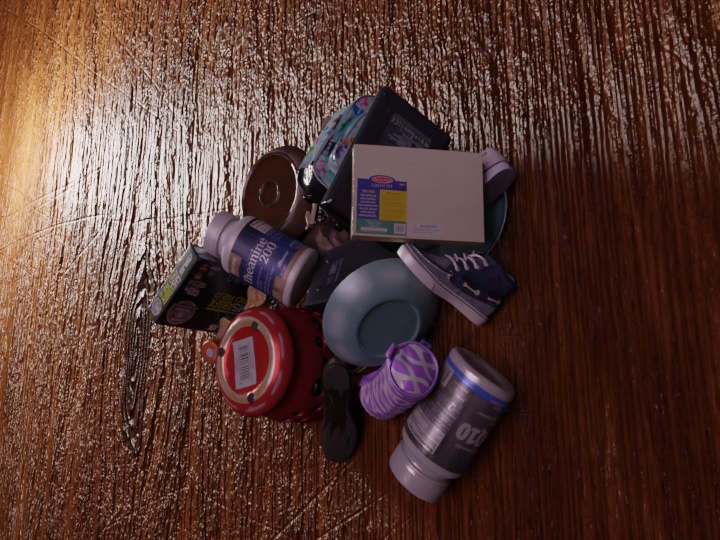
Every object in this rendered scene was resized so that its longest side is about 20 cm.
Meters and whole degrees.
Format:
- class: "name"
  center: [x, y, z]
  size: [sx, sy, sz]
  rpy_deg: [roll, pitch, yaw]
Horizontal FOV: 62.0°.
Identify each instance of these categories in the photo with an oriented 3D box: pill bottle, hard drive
- class: "pill bottle"
  center: [-0.182, -0.028, 1.087]
  size: [0.195, 0.111, 0.114]
  rpy_deg: [27, 96, 11]
- class: "hard drive"
  center: [0.000, 0.000, 1.016]
  size: [0.195, 0.042, 0.138]
  rpy_deg: [-18, 40, 34]
- class: "pill bottle"
  center: [0.131, 0.228, 0.885]
  size: [0.113, 0.112, 0.204]
  rpy_deg: [38, 103, 35]
- class: "hard drive"
  center: [0.042, -0.152, 0.915]
  size: [0.205, 0.137, 0.033]
  rpy_deg: [-63, 20, -10]

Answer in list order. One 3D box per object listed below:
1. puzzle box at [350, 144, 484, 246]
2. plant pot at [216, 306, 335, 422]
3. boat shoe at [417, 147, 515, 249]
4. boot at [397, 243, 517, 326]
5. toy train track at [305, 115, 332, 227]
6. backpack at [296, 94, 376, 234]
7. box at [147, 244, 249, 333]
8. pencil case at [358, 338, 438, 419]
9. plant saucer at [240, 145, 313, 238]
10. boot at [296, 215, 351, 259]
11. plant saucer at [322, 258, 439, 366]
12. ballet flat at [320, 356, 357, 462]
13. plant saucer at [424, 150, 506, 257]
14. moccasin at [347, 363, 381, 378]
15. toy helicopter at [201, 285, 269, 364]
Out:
- class: "puzzle box"
  center: [0.081, -0.108, 0.863]
  size: [0.192, 0.025, 0.138]
  rpy_deg: [3, 78, -6]
- class: "plant pot"
  center: [-0.139, 0.163, 1.057]
  size: [0.195, 0.181, 0.208]
  rpy_deg: [-8, 75, 31]
- class: "boat shoe"
  center: [0.140, -0.122, 0.944]
  size: [0.200, 0.074, 0.087]
  rpy_deg: [-40, 54, 15]
- class: "boot"
  center: [0.144, -0.003, 0.884]
  size: [0.091, 0.198, 0.073]
  rpy_deg: [-47, 34, 12]
- class: "toy train track"
  center: [-0.082, -0.180, 1.079]
  size: [0.031, 0.115, 0.208]
  rpy_deg: [9, 77, -2]
- class: "backpack"
  center: [0.009, -0.185, 1.004]
  size: [0.149, 0.176, 0.204]
  rpy_deg: [-15, 41, 56]
- class: "box"
  center: [-0.291, 0.044, 1.179]
  size: [0.161, 0.198, 0.044]
  rpy_deg: [-51, 56, 14]
- class: "pencil case"
  center: [0.052, 0.171, 0.911]
  size: [0.084, 0.201, 0.086]
  rpy_deg: [27, 62, 0]
- class: "plant saucer"
  center: [-0.167, -0.147, 1.159]
  size: [0.195, 0.034, 0.208]
  rpy_deg: [-9, 75, 34]
- class: "boot"
  center: [-0.073, -0.099, 1.142]
  size: [0.197, 0.063, 0.192]
  rpy_deg: [-32, 61, 32]
- class: "plant saucer"
  center: [0.039, 0.079, 0.927]
  size: [0.203, 0.198, 0.039]
  rpy_deg: [-52, 34, 14]
- class: "ballet flat"
  center: [-0.038, 0.234, 1.014]
  size: [0.065, 0.047, 0.207]
  rpy_deg: [-2, 114, -1]
- class: "plant saucer"
  center: [0.153, -0.094, 0.991]
  size: [0.195, 0.027, 0.208]
  rpy_deg: [-9, 74, 35]
- class: "moccasin"
  center: [0.038, 0.091, 1.004]
  size: [0.203, 0.077, 0.074]
  rpy_deg: [-51, 56, 16]
- class: "toy helicopter"
  center: [-0.222, 0.120, 1.186]
  size: [0.130, 0.078, 0.205]
  rpy_deg: [30, 106, 19]
